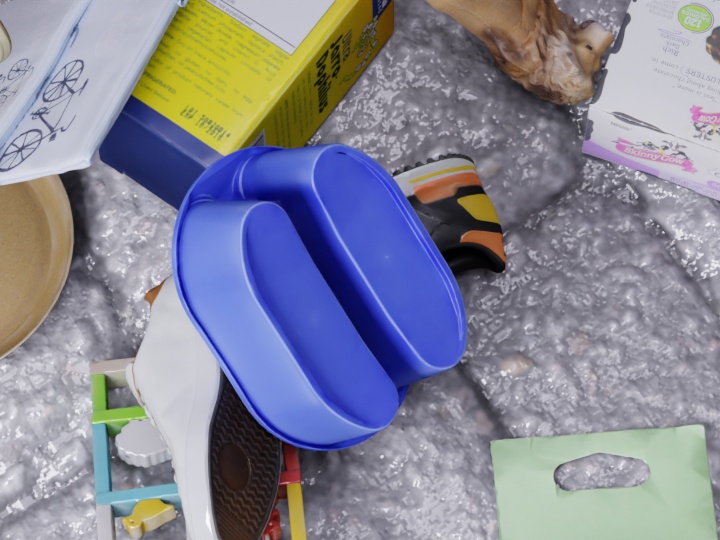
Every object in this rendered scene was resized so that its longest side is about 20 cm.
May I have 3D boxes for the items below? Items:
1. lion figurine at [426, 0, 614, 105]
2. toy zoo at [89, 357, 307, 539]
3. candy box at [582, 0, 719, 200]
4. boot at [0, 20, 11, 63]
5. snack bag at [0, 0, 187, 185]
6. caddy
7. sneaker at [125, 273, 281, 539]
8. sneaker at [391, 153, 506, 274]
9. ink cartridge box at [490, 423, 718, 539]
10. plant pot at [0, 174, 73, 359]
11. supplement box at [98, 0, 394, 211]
[{"bbox_3d":[0.078,-0.186,1.734,0.199,0.072,0.123,21,43,-36],"label":"lion figurine"},{"bbox_3d":[-0.101,0.138,1.635,0.130,0.021,0.201,-7,54,-2],"label":"toy zoo"},{"bbox_3d":[0.260,-0.149,1.753,0.167,0.072,0.201,21,68,8],"label":"candy box"},{"bbox_3d":[-0.320,-0.123,1.681,0.155,0.200,0.073,-39,111,-24],"label":"boot"},{"bbox_3d":[-0.207,-0.122,1.683,0.199,0.021,0.189,-7,45,40],"label":"snack bag"},{"bbox_3d":[-0.029,0.015,1.609,0.141,0.105,0.201,-39,105,-31],"label":"caddy"},{"bbox_3d":[-0.102,0.092,1.628,0.084,0.073,0.201,-22,57,32],"label":"sneaker"},{"bbox_3d":[0.000,0.000,1.691,0.199,0.070,0.090,-24,72,-9],"label":"sneaker"},{"bbox_3d":[0.159,0.189,1.620,0.145,0.048,0.201,-4,69,-1],"label":"ink cartridge box"},{"bbox_3d":[-0.287,-0.013,1.723,0.199,0.028,0.201,0,65,0],"label":"plant pot"},{"bbox_3d":[-0.076,-0.141,1.732,0.109,0.110,0.200,34,71,14],"label":"supplement box"}]
